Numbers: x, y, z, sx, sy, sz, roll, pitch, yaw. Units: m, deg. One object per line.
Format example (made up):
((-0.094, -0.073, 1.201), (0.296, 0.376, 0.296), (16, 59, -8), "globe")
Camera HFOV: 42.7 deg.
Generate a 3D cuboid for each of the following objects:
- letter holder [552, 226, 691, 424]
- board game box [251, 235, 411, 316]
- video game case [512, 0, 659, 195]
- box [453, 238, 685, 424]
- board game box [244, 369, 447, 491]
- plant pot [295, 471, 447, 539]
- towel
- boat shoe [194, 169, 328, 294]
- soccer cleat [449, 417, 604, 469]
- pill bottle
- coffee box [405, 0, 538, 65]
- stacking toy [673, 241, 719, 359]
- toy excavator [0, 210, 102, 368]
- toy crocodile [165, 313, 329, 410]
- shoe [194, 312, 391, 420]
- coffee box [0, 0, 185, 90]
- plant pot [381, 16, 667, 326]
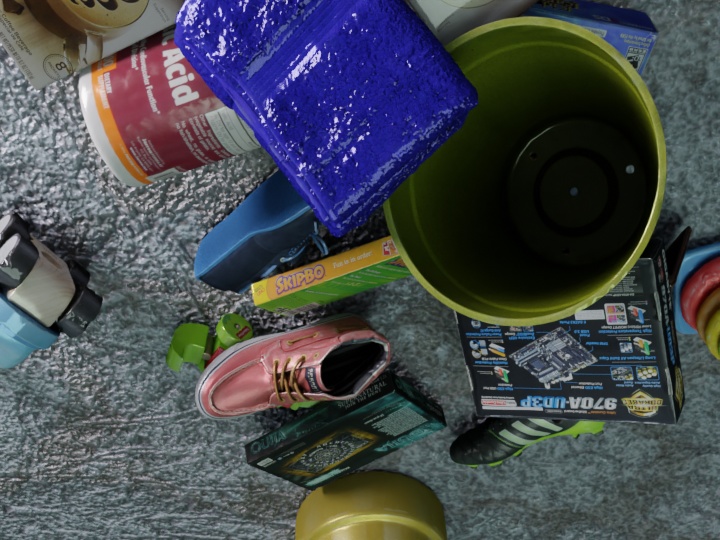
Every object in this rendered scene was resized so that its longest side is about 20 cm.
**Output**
((0.228, 0.025, 0.923), (0.100, 0.142, 0.202), (36, 127, 9), "letter holder")
((0.000, 0.000, 0.893), (0.196, 0.031, 0.095), (-16, 167, 12), "board game box")
((0.133, -0.148, 0.804), (0.195, 0.046, 0.184), (8, 128, -9), "video game case")
((0.186, 0.058, 0.845), (0.196, 0.046, 0.162), (-3, 112, 32), "box")
((-0.015, 0.188, 1.048), (0.197, 0.029, 0.135), (-28, 143, 18), "board game box")
((0.017, 0.385, 1.128), (0.196, 0.191, 0.204), (-2, 128, -2), "plant pot")
((-0.031, -0.141, 0.632), (0.147, 0.049, 0.201), (-43, 83, 21), "towel")
((-0.075, -0.042, 0.868), (0.198, 0.086, 0.068), (-27, 135, 38), "boat shoe")
((0.185, 0.165, 1.048), (0.197, 0.068, 0.082), (-22, 107, 20), "soccer cleat")
((-0.114, -0.150, 0.744), (0.196, 0.115, 0.115), (-17, 128, 10), "pill bottle")
((0.109, -0.261, 0.660), (0.199, 0.080, 0.115), (-37, 115, 11), "coffee box")
((0.383, 0.069, 0.889), (0.107, 0.202, 0.118), (-11, 128, 6), "stacking toy")
((-0.363, 0.048, 0.887), (0.200, 0.194, 0.100), (-48, 122, -2), "toy excavator")
((-0.112, 0.106, 0.980), (0.197, 0.062, 0.068), (27, 123, -23), "toy crocodile")
((-0.067, 0.101, 0.917), (0.197, 0.091, 0.073), (-21, 104, -16), "shoe")
((-0.189, -0.237, 0.693), (0.196, 0.081, 0.114), (-21, 127, 13), "coffee box")
((0.142, -0.065, 0.699), (0.199, 0.203, 0.192), (-33, 166, 22), "plant pot")
